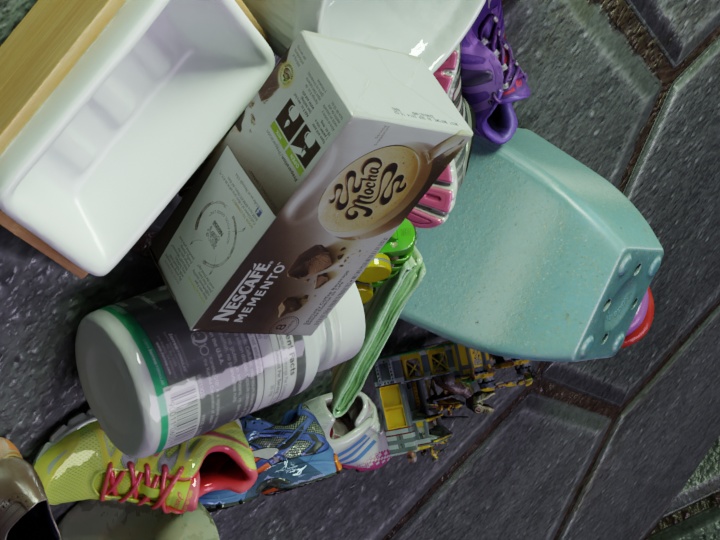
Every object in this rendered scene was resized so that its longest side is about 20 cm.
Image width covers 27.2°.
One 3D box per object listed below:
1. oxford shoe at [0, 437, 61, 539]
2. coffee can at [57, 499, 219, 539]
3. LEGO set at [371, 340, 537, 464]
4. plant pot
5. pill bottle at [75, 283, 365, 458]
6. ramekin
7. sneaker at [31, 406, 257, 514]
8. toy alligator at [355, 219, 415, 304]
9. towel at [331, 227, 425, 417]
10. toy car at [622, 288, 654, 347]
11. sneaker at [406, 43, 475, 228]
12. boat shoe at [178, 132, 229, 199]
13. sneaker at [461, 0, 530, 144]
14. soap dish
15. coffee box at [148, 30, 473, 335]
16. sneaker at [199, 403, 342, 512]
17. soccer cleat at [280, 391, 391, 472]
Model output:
[{"bbox_3d":[-0.266,0.217,1.124,0.071,0.073,0.201,-35,149,-35],"label":"oxford shoe"},{"bbox_3d":[-0.180,0.291,1.278,0.146,0.146,0.200,-41,151,-24],"label":"coffee can"},{"bbox_3d":[0.101,0.130,1.521,0.153,0.117,0.200,-13,178,15],"label":"LEGO set"},{"bbox_3d":[0.166,-0.011,1.409,0.195,0.199,0.197,0,117,-60],"label":"plant pot"},{"bbox_3d":[-0.102,0.055,1.119,0.199,0.113,0.113,-20,140,-32],"label":"pill bottle"},{"bbox_3d":[0.002,-0.218,1.008,0.200,0.105,0.201,-39,150,-27],"label":"ramekin"},{"bbox_3d":[-0.166,0.155,1.177,0.199,0.090,0.078,-10,136,-35],"label":"sneaker"},{"bbox_3d":[0.000,0.000,1.191,0.054,0.060,0.200,4,151,-21],"label":"toy alligator"},{"bbox_3d":[0.014,0.021,1.289,0.153,0.023,0.200,-62,-169,19],"label":"towel"},{"bbox_3d":[0.260,0.023,1.687,0.175,0.150,0.200,-53,154,-1],"label":"toy car"},{"bbox_3d":[0.053,-0.140,1.202,0.087,0.073,0.201,-52,140,-68],"label":"sneaker"},{"bbox_3d":[-0.053,-0.081,1.105,0.199,0.071,0.070,-25,-177,-37],"label":"boat shoe"},{"bbox_3d":[0.109,-0.184,1.256,0.081,0.083,0.200,-45,152,-18],"label":"sneaker"},{"bbox_3d":[-0.154,-0.106,0.909,0.200,0.081,0.157,-52,155,-4],"label":"soap dish"},{"bbox_3d":[-0.036,-0.051,0.977,0.113,0.080,0.200,4,135,-45],"label":"coffee box"},{"bbox_3d":[-0.113,0.172,1.344,0.199,0.079,0.075,-10,169,-39],"label":"sneaker"},{"bbox_3d":[-0.003,0.157,1.486,0.086,0.070,0.200,-45,157,23],"label":"soccer cleat"}]
